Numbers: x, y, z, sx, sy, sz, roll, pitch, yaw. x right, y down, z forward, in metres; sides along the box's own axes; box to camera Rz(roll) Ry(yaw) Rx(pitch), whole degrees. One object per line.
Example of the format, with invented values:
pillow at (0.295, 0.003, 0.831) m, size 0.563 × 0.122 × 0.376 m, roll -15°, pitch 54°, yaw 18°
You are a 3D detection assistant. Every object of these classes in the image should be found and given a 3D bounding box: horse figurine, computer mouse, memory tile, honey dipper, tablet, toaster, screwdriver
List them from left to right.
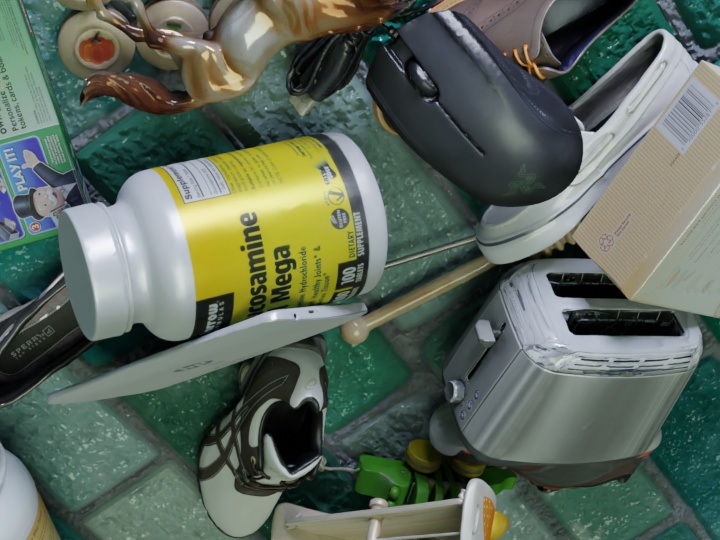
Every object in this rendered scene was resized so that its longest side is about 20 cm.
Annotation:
memory tile at (-0.101, -0.198, 0.936) m, size 0.197 × 0.017 × 0.155 m, roll -9°, pitch 125°, yaw -8°
tablet at (-0.104, 0.058, 1.021) m, size 0.198 × 0.014 × 0.130 m, roll -21°, pitch 172°, yaw 27°
horse figurine at (-0.083, -0.157, 0.920) m, size 0.199 × 0.050 × 0.132 m, roll -37°, pitch 121°, yaw 22°
screwdriver at (0.000, 0.000, 1.092) m, size 0.198 × 0.029 × 0.028 m, roll -20°, pitch 126°, yaw -5°
computer mouse at (0.057, -0.103, 0.955) m, size 0.199 × 0.053 × 0.139 m, roll 36°, pitch 123°, yaw -13°
honey dipper at (0.073, 0.003, 1.107) m, size 0.198 × 0.038 × 0.038 m, roll -27°, pitch 126°, yaw 10°
toaster at (0.166, 0.068, 1.107) m, size 0.198 × 0.114 × 0.130 m, roll 3°, pitch 137°, yaw -21°

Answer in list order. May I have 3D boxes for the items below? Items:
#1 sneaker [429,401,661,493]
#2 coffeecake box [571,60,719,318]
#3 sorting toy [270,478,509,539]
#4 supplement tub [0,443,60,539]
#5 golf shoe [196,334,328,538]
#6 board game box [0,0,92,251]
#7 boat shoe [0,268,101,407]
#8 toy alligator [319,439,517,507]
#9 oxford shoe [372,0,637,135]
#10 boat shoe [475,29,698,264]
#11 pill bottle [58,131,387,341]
sneaker at (0.145, 0.151, 1.196) m, size 0.197 × 0.077 × 0.083 m, roll 4°, pitch 126°, yaw -16°
coffeecake box at (0.271, -0.047, 1.057) m, size 0.199 × 0.073 × 0.154 m, roll 10°, pitch 122°, yaw -45°
sorting toy at (0.027, 0.266, 1.124) m, size 0.198 × 0.182 × 0.106 m, roll -13°, pitch 148°, yaw 39°
supplement tub at (-0.290, 0.217, 1.088) m, size 0.143 × 0.145 × 0.202 m, roll -16°, pitch 126°, yaw -3°
golf shoe at (-0.074, 0.140, 1.123) m, size 0.077 × 0.095 × 0.202 m, roll 6°, pitch 123°, yaw -19°
board game box at (-0.263, -0.099, 0.954) m, size 0.133 × 0.029 × 0.202 m, roll -14°, pitch 126°, yaw -3°
boat shoe at (-0.193, 0.027, 1.038) m, size 0.199 × 0.057 × 0.067 m, roll -37°, pitch 122°, yaw 12°
toy alligator at (0.040, 0.175, 1.197) m, size 0.198 × 0.054 × 0.060 m, roll 8°, pitch 121°, yaw -19°
oxford shoe at (0.094, -0.149, 0.982) m, size 0.199 × 0.073 × 0.071 m, roll -37°, pitch 125°, yaw 12°
boat shoe at (0.152, -0.088, 1.041) m, size 0.199 × 0.072 × 0.066 m, roll -38°, pitch 119°, yaw 11°
pill bottle at (-0.091, -0.018, 0.975) m, size 0.198 × 0.113 × 0.114 m, roll -14°, pitch 127°, yaw -22°
